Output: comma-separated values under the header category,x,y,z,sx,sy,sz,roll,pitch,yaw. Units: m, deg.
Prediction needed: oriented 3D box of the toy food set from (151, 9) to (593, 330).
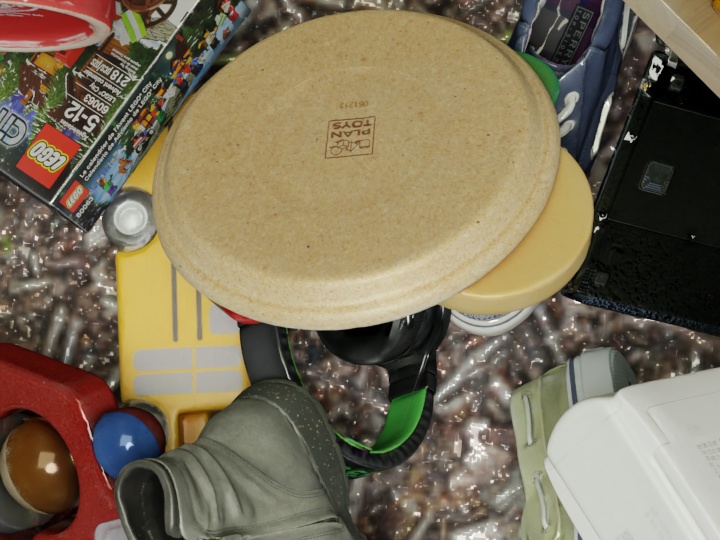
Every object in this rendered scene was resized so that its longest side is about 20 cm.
category,x,y,z,sx,sy,sz,roll,pitch,yaw
toy food set,0.001,-0.048,1.253,0.200,0.049,0.198,-17,49,1

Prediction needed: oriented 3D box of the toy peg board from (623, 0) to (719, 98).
category,x,y,z,sx,sy,sz,roll,pitch,yaw
toy peg board,0.240,-0.152,1.254,0.199,0.098,0.200,46,49,6

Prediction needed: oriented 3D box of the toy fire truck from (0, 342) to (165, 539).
category,x,y,z,sx,sy,sz,roll,pitch,yaw
toy fire truck,-0.136,0.128,1.271,0.168,0.112,0.200,-16,93,42

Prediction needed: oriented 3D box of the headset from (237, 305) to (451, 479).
category,x,y,z,sx,sy,sz,roll,pitch,yaw
headset,0.000,0.000,1.311,0.094,0.123,0.200,-21,57,34

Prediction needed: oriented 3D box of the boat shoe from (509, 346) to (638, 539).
category,x,y,z,sx,sy,sz,roll,pitch,yaw
boat shoe,0.109,0.124,1.278,0.062,0.072,0.200,-23,39,21

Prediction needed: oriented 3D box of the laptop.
category,x,y,z,sx,sy,sz,roll,pitch,yaw
laptop,0.194,-0.075,1.311,0.177,0.103,0.200,13,108,-20

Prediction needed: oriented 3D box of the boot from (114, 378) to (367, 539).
category,x,y,z,sx,sy,sz,roll,pitch,yaw
boot,-0.037,0.156,1.210,0.068,0.131,0.200,-24,98,34

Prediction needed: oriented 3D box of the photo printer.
category,x,y,z,sx,sy,sz,roll,pitch,yaw
photo printer,0.194,0.119,1.237,0.069,0.200,0.166,-46,67,35

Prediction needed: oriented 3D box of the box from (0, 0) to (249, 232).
category,x,y,z,sx,sy,sz,roll,pitch,yaw
box,-0.169,-0.123,1.355,0.200,0.038,0.137,32,84,34

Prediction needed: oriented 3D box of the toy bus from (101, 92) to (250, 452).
category,x,y,z,sx,sy,sz,roll,pitch,yaw
toy bus,-0.084,0.015,1.352,0.078,0.065,0.200,-4,80,6

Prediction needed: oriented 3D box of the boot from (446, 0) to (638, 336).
category,x,y,z,sx,sy,sz,roll,pitch,yaw
boot,0.081,-0.069,1.327,0.073,0.090,0.200,17,84,10

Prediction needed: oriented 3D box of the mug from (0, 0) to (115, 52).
category,x,y,z,sx,sy,sz,roll,pitch,yaw
mug,-0.148,-0.212,1.256,0.177,0.133,0.200,-2,80,32
